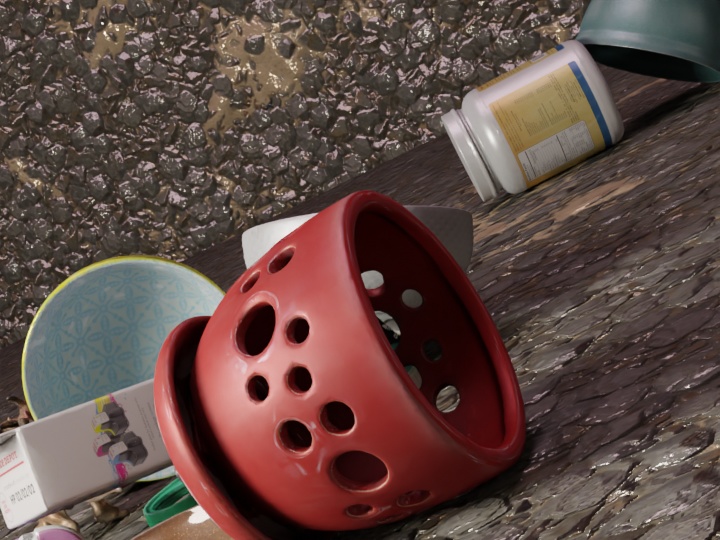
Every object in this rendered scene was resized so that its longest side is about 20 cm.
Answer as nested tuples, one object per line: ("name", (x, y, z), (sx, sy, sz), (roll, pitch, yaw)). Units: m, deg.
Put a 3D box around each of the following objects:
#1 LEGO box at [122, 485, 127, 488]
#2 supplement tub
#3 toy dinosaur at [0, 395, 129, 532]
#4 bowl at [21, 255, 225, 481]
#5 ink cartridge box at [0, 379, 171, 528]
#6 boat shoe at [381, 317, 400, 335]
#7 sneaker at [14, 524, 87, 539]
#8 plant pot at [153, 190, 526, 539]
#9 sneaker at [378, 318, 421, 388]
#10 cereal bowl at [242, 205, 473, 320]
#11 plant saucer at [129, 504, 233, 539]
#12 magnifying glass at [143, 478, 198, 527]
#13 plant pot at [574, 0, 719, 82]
("LEGO box", (-0.171, 0.122, 1.670), (0.149, 0.077, 0.200), (-31, 5, 25))
("supplement tub", (0.217, -0.187, 2.137), (0.199, 0.145, 0.145), (-27, 8, 3))
("toy dinosaur", (-0.285, 0.181, 1.526), (0.086, 0.136, 0.200), (-31, 9, -23))
("bowl", (-0.198, 0.074, 1.493), (0.199, 0.201, 0.108), (-28, 16, -3))
("ink cartridge box", (-0.222, 0.146, 1.332), (0.199, 0.068, 0.115), (-19, -7, -29))
("boat shoe", (0.022, 0.068, 1.509), (0.070, 0.071, 0.200), (15, 31, 37))
("sneaker", (-0.291, 0.256, 1.322), (0.199, 0.081, 0.088), (-23, 1, 3))
("plant pot", (-0.017, 0.077, 1.095), (0.182, 0.201, 0.200), (-33, 5, 24))
("sneaker", (-0.050, 0.108, 1.393), (0.199, 0.080, 0.071), (-29, 9, -8))
("cereal bowl", (0.000, 0.000, 1.446), (0.199, 0.084, 0.200), (-4, -5, 0))
("plant saucer", (-0.140, 0.218, 1.168), (0.200, 0.037, 0.200), (-27, 8, 4))
("magnifying glass", (-0.132, 0.173, 1.479), (0.079, 0.022, 0.200), (-25, 8, 21))
("plant pot", (0.384, -0.331, 2.176), (0.199, 0.135, 0.200), (12, 0, 0))
